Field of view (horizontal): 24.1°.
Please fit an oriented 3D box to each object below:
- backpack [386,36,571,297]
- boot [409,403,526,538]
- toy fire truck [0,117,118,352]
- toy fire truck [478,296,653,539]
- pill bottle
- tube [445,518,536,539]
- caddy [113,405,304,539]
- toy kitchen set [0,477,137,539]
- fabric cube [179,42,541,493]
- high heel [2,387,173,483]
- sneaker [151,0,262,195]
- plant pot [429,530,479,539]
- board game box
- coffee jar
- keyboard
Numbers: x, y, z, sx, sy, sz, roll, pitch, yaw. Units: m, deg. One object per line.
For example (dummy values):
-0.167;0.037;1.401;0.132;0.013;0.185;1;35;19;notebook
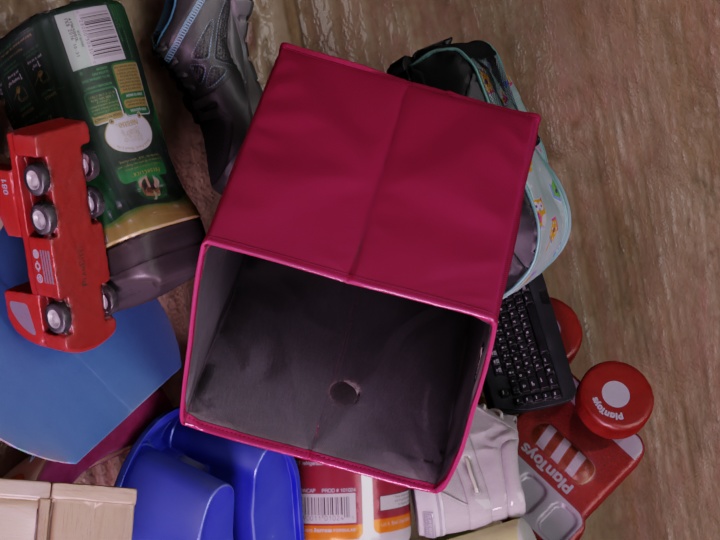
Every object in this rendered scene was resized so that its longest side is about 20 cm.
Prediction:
0.072;-0.065;1.356;0.153;0.175;0.201;-9;73;-65;backpack
0.080;0.128;1.378;0.074;0.095;0.201;86;-4;-48;boot
-0.231;-0.051;1.102;0.049;0.140;0.202;-23;113;-45;toy fire truck
0.145;0.132;1.462;0.200;0.112;0.168;43;63;13;toy fire truck
-0.019;0.116;1.319;0.112;0.112;0.202;-1;89;-46;pill bottle
0.046;0.250;1.336;0.052;0.199;0.059;19;54;-66;tube
-0.118;0.197;1.217;0.141;0.104;0.202;-36;130;-51;caddy
-0.233;0.204;0.997;0.198;0.180;0.165;6;82;-13;toy kitchen set
0.000;0.000;1.166;0.197;0.198;0.200;103;3;-47;fabric cube
-0.195;0.150;1.169;0.096;0.067;0.201;41;47;-25;high heel
-0.120;-0.153;1.273;0.081;0.073;0.202;-7;93;-22;sneaker
0.134;0.329;1.438;0.190;0.199;0.202;20;74;-57;plant pot
-0.219;0.051;1.141;0.158;0.039;0.200;44;38;1;board game box
-0.176;-0.074;1.142;0.085;0.104;0.202;-18;87;-44;coffee jar
0.111;0.029;1.432;0.040;0.103;0.201;76;-1;-59;keyboard
